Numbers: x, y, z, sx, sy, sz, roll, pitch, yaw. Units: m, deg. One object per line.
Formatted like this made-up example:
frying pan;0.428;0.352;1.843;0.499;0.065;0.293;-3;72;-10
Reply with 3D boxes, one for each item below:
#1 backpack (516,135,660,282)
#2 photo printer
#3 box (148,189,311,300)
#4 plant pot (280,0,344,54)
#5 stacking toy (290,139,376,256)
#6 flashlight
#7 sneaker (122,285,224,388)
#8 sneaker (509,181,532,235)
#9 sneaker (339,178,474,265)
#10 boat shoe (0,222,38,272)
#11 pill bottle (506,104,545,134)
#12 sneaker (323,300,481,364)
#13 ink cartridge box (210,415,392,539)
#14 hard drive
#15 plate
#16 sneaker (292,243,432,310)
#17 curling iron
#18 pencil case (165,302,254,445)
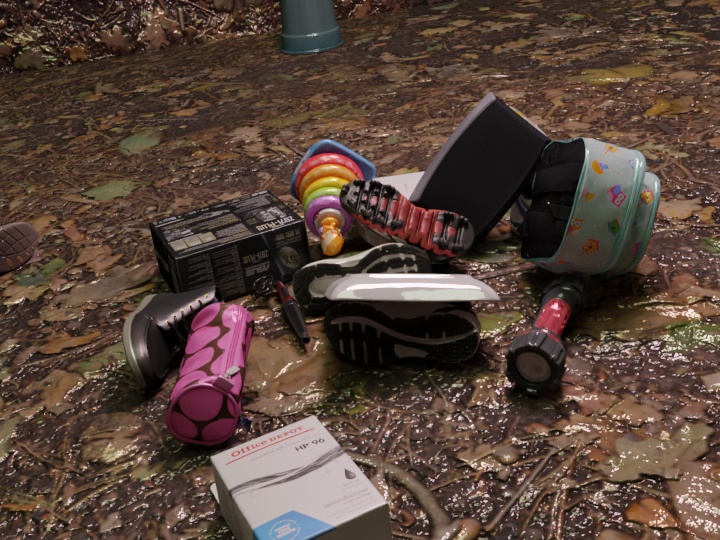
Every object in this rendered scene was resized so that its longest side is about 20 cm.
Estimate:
backpack;0.291;-0.077;1.164;0.151;0.179;0.200;17;0;2
photo printer;0.084;-0.099;1.436;0.196;0.071;0.167;-8;25;0
box;-0.194;-0.035;1.361;0.197;0.088;0.164;-18;27;-21
plant pot;-0.156;-0.765;2.729;0.196;0.199;0.201;-6;24;3
stacking toy;-0.044;-0.086;1.323;0.109;0.117;0.202;26;33;-19
flashlight;0.223;0.064;1.064;0.067;0.069;0.200;4;29;26
sneaker;-0.230;0.071;1.155;0.104;0.076;0.201;-15;24;4
sneaker;0.289;-0.081;1.320;0.075;0.090;0.199;-23;31;-34
sneaker;0.056;-0.061;1.290;0.198;0.098;0.072;22;62;-6
boat shoe;-0.614;-0.027;1.479;0.072;0.076;0.199;10;30;32
pill bottle;0.258;-0.204;1.555;0.110;0.114;0.201;-10;26;-5
sneaker;0.052;0.072;1.113;0.196;0.075;0.080;6;14;17
ink cartridge box;-0.065;0.207;0.849;0.114;0.069;0.200;-18;27;-22
hard drive;0.175;-0.144;1.330;0.134;0.201;0.042;38;3;3
plate;0.056;0.020;1.126;0.196;0.033;0.200;0;0;-4
sneaker;0.000;0.000;1.266;0.196;0.078;0.089;-7;12;-9
curling iron;-0.103;0.054;1.226;0.049;0.026;0.200;-25;30;-13
pencil case;-0.164;0.110;1.049;0.089;0.095;0.201;20;24;-13
